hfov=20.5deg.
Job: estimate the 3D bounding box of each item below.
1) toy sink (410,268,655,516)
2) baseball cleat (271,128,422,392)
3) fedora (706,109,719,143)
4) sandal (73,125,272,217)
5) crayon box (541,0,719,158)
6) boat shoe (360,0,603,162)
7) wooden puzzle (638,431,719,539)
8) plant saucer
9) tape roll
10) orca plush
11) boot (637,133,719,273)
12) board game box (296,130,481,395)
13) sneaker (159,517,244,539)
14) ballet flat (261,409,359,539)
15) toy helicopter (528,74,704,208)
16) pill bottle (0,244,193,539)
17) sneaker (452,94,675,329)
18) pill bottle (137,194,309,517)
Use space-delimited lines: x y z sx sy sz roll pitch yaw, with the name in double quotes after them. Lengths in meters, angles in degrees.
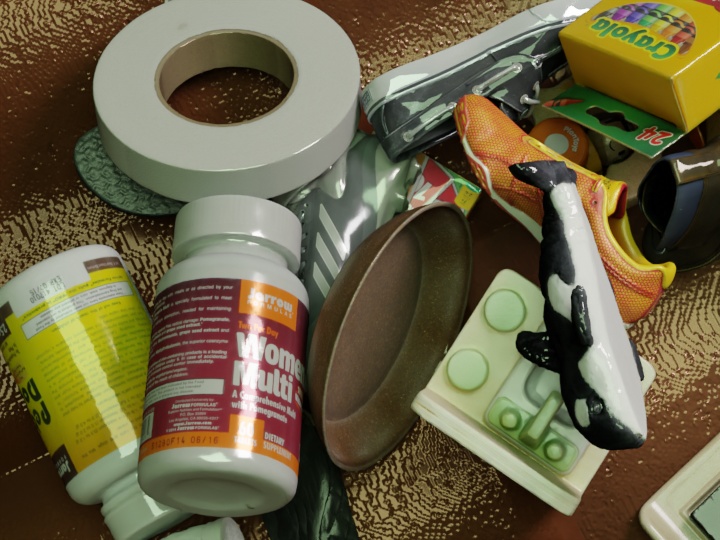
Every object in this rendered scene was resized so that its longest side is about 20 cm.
0.124 0.078 1.375 0.130 0.200 0.113 33 94 7 "toy sink"
-0.030 -0.011 1.452 0.106 0.070 0.201 20 68 12 "baseball cleat"
0.310 -0.084 1.459 0.081 0.200 0.202 -27 77 30 "fedora"
-0.118 -0.074 1.500 0.198 0.048 0.076 0 77 -13 "sandal"
0.231 -0.168 1.394 0.199 0.051 0.127 -37 37 -18 "crayon box"
0.102 -0.136 1.441 0.198 0.072 0.068 -22 72 -7 "boat shoe"
0.331 0.180 1.445 0.200 0.037 0.185 -42 81 -8 "wooden puzzle"
0.015 0.042 1.402 0.036 0.200 0.202 21 78 26 "plant saucer"
-0.098 -0.131 1.463 0.200 0.037 0.204 -2 47 2 "tape roll"
0.125 0.028 1.285 0.071 0.105 0.202 -22 79 18 "orca plush"
0.222 -0.047 1.403 0.096 0.200 0.075 -11 70 -23 "boot"
0.000 0.000 1.490 0.095 0.030 0.201 31 82 7 "board game box"
-0.120 0.286 1.415 0.114 0.074 0.202 -16 85 14 "sneaker"
-0.027 0.196 1.444 0.066 0.057 0.202 -24 72 23 "ballet flat"
0.188 -0.139 1.496 0.131 0.079 0.202 -3 66 6 "toy helicopter"
-0.182 0.091 1.427 0.108 0.109 0.201 -27 79 -5 "pill bottle"
0.141 -0.052 1.373 0.077 0.073 0.200 -46 77 20 "sneaker"
-0.091 0.058 1.359 0.108 0.110 0.202 3 66 1 "pill bottle"
